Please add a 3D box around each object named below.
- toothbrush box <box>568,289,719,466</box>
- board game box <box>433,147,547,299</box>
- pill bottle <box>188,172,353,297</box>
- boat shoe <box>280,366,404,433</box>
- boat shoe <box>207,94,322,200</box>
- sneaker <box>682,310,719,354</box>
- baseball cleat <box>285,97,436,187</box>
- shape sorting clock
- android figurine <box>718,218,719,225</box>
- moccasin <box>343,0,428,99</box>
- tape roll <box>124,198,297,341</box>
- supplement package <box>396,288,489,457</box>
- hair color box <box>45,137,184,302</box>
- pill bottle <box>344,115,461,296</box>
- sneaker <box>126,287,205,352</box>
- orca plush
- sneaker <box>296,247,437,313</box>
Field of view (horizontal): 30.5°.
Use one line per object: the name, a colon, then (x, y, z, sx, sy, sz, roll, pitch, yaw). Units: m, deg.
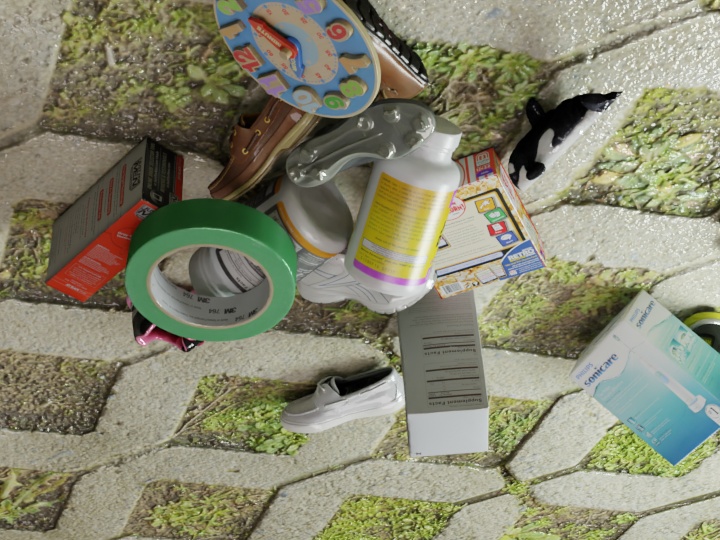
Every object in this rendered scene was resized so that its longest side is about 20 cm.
toothbrush box: (0.416, 0.151, 1.846, 0.199, 0.085, 0.147, 39, 134, 4)
board game box: (0.134, -0.054, 1.670, 0.150, 0.047, 0.200, -17, 140, 16)
pill bottle: (-0.113, -0.032, 1.620, 0.116, 0.117, 0.199, 30, 131, -35)
boat shoe: (-0.031, 0.186, 1.946, 0.198, 0.072, 0.069, -11, 120, 19)
boat shoe: (-0.116, -0.152, 1.516, 0.068, 0.072, 0.200, 43, 125, -9)
sneaker: (0.468, 0.143, 1.918, 0.074, 0.085, 0.201, 8, 139, -13)
baseball cleat: (0.005, -0.157, 1.483, 0.198, 0.107, 0.070, -16, 111, 29)
shape sorting clock: (-0.068, -0.233, 1.359, 0.199, 0.039, 0.201, 29, 153, 16)
android figurine: (0.570, -0.060, 1.710, 0.198, 0.041, 0.183, -14, 140, 15)
moccasin: (-0.007, -0.244, 1.406, 0.077, 0.074, 0.201, -31, 145, 19)
tape roll: (-0.173, 0.003, 1.537, 0.198, 0.049, 0.202, 1, 138, 1)
supplement package: (0.110, 0.134, 1.780, 0.108, 0.202, 0.114, -5, 143, 1)
hair color box: (-0.295, -0.058, 1.581, 0.061, 0.102, 0.199, 28, 132, -33)
pill bottle: (0.054, -0.080, 1.542, 0.103, 0.104, 0.202, 10, 113, -18)
sneaker: (-0.213, 0.072, 1.759, 0.197, 0.096, 0.079, 3, 140, -11)
orca plush: (0.213, -0.165, 1.517, 0.071, 0.105, 0.200, 44, 160, 1)
sneaker: (0.000, 0.000, 1.679, 0.197, 0.075, 0.088, 1, 136, 21)
